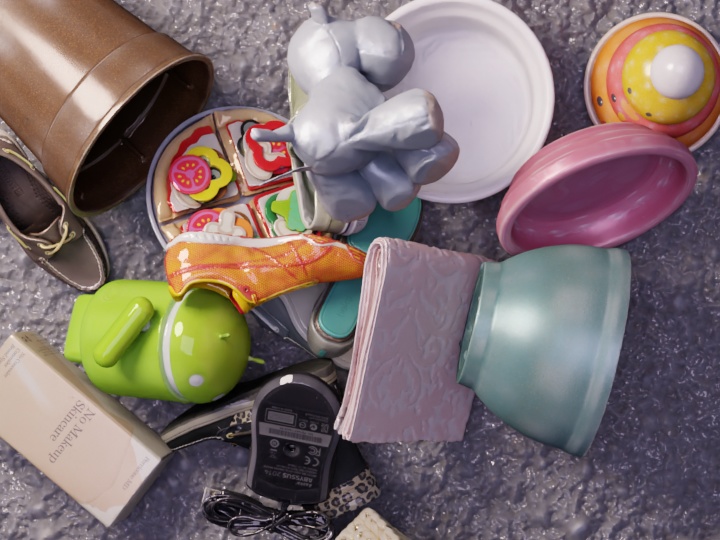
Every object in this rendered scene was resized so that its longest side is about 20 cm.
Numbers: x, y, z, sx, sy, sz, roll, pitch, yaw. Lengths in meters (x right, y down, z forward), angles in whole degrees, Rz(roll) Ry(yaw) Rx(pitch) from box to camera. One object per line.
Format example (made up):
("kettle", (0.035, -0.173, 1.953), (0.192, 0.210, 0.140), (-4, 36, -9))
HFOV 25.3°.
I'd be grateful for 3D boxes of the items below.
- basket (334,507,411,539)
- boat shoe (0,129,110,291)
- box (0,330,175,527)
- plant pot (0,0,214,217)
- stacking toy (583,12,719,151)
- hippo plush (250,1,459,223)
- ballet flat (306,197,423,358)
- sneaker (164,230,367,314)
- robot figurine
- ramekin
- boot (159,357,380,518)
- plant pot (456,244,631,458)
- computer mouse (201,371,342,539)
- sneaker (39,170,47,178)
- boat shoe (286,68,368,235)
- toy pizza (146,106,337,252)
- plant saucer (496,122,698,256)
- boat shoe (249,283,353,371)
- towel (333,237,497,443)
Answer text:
("basket", (0.048, 0.340, 1.545), (0.200, 0.135, 0.124), (42, 86, -22))
("boat shoe", (-0.319, -0.051, 1.605), (0.072, 0.060, 0.201), (-34, 116, -1))
("box", (-0.295, 0.159, 1.631), (0.199, 0.078, 0.095), (38, 93, 4))
("plant pot", (-0.283, -0.191, 1.582), (0.198, 0.200, 0.201), (40, 93, 11))
("stacking toy", (0.287, -0.183, 1.515), (0.145, 0.200, 0.148), (0, 90, 5))
("hippo plush", (-0.015, -0.150, 1.497), (0.198, 0.160, 0.162), (-6, 58, -9))
("ballet flat", (0.000, 0.000, 1.606), (0.067, 0.064, 0.201), (29, 64, 1))
("sneaker", (-0.088, 0.004, 1.533), (0.198, 0.073, 0.078), (-1, 78, -7))
("robot figurine", (-0.195, 0.069, 1.587), (0.198, 0.175, 0.117), (3, 72, 27))
("ramekin", (0.091, -0.165, 1.585), (0.198, 0.098, 0.203), (0, 89, 5))
("boot", (-0.090, 0.188, 1.614), (0.202, 0.074, 0.155), (-21, 101, 19))
("plant pot", (0.166, 0.063, 1.521), (0.133, 0.200, 0.202), (14, 91, 0))
("computer mouse", (-0.071, 0.172, 1.548), (0.137, 0.053, 0.201), (15, 120, 0))
("sneaker", (-0.418, -0.059, 1.653), (0.198, 0.071, 0.100), (-2, 103, 0))
("boat shoe", (-0.042, -0.131, 1.586), (0.062, 0.072, 0.202), (0, 65, -35))
("toy pizza", (-0.113, -0.075, 1.595), (0.198, 0.032, 0.202), (5, 69, -14))
("plant saucer", (0.221, -0.079, 1.534), (0.199, 0.201, 0.051), (-20, 65, 5))
("boat shoe", (-0.077, 0.032, 1.631), (0.200, 0.073, 0.062), (43, 137, -3))
("towel", (0.057, 0.071, 1.551), (0.032, 0.199, 0.193), (14, 93, 37))
